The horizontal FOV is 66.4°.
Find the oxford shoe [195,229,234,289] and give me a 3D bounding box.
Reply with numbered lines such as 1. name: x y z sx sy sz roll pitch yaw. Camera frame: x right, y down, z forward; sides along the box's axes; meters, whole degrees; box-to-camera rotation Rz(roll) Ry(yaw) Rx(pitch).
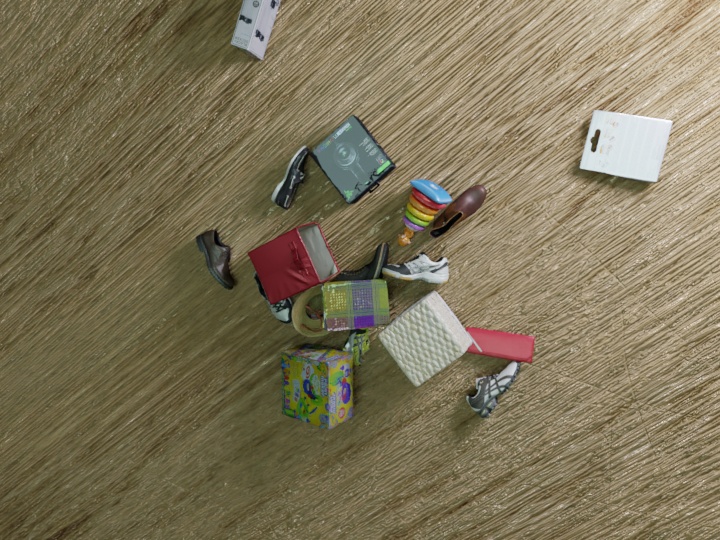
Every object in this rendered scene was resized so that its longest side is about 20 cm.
1. oxford shoe: -0.442 -0.036 1.738 0.084 0.073 0.202 -26 92 12

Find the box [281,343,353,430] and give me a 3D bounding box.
1. box: -0.131 0.345 1.664 0.191 0.121 0.203 7 100 36

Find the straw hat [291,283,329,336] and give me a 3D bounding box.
1. straw hat: -0.133 0.098 1.678 0.199 0.085 0.203 -12 128 -16

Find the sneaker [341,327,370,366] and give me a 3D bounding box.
1. sneaker: 0.001 0.202 1.681 0.076 0.076 0.202 22 115 -1

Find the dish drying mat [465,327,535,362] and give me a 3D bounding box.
1. dish drying mat: 0.403 0.217 1.606 0.198 0.018 0.078 7 89 19

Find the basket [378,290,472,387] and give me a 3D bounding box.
1. basket: 0.187 0.199 1.584 0.198 0.161 0.201 -38 84 16

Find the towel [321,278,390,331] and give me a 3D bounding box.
1. towel: -0.017 0.098 1.600 0.197 0.023 0.146 -6 99 -5

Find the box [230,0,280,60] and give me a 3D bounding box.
1. box: -0.299 -0.730 1.593 0.060 0.117 0.202 21 102 8

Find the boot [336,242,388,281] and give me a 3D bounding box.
1. boot: 0.000 0.000 1.652 0.137 0.077 0.202 19 100 14

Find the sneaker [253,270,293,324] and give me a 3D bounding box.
1. sneaker: -0.274 0.082 1.703 0.075 0.088 0.201 -29 92 12

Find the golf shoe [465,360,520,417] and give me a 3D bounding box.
1. golf shoe: 0.388 0.330 1.610 0.094 0.078 0.201 38 92 20

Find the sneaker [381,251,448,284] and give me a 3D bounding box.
1. sneaker: 0.161 -0.013 1.611 0.197 0.076 0.089 5 93 -8

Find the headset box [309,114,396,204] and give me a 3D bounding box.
1. headset box: -0.016 -0.313 1.601 0.174 0.093 0.201 -38 89 14

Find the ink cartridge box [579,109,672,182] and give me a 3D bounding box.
1. ink cartridge box: 0.707 -0.333 1.476 0.198 0.047 0.162 14 100 15

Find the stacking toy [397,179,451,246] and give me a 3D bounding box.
1. stacking toy: 0.165 -0.155 1.589 0.116 0.109 0.201 37 115 20

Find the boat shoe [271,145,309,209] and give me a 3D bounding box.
1. boat shoe: -0.198 -0.277 1.654 0.060 0.074 0.201 34 106 5

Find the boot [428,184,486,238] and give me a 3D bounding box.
1. boot: 0.267 -0.166 1.505 0.187 0.200 0.069 -33 90 14

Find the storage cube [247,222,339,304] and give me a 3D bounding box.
1. storage cube: -0.195 -0.024 1.627 0.178 0.200 0.172 -24 93 20
